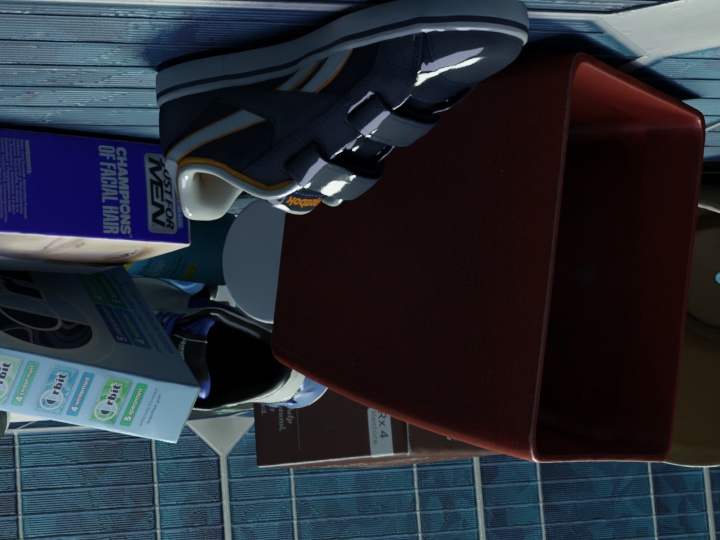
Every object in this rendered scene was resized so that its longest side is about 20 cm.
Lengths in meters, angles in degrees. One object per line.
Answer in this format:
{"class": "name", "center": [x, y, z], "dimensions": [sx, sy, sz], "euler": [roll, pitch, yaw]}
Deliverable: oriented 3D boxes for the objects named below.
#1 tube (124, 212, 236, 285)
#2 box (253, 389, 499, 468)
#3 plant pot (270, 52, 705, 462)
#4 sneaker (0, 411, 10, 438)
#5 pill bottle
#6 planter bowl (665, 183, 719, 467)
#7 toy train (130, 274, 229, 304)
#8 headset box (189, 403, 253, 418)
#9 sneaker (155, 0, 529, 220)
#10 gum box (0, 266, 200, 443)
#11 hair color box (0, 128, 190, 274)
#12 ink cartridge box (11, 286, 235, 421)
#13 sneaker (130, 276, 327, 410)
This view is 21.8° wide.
{"class": "tube", "center": [-0.178, -0.024, 1.240], "dimensions": [0.200, 0.050, 0.077], "euler": [6, 154, -27]}
{"class": "box", "center": [0.022, 0.095, 1.718], "dimensions": [0.164, 0.166, 0.200], "euler": [-9, 170, 33]}
{"class": "plant pot", "center": [0.064, -0.007, 1.019], "dimensions": [0.176, 0.200, 0.200], "euler": [6, 178, 29]}
{"class": "sneaker", "center": [-0.266, 0.030, 1.205], "dimensions": [0.115, 0.200, 0.076], "euler": [-14, 141, -53]}
{"class": "pill bottle", "center": [0.000, 0.000, 1.240], "dimensions": [0.111, 0.111, 0.200], "euler": [-10, 170, 32]}
{"class": "planter bowl", "center": [0.247, 0.022, 1.344], "dimensions": [0.200, 0.200, 0.135], "euler": [-9, -163, 29]}
{"class": "toy train", "center": [-0.191, 0.035, 1.370], "dimensions": [0.200, 0.114, 0.087], "euler": [2, 170, -35]}
{"class": "headset box", "center": [-0.177, 0.098, 1.892], "dimensions": [0.200, 0.093, 0.174], "euler": [-8, 171, 22]}
{"class": "sneaker", "center": [-0.007, -0.071, 0.868], "dimensions": [0.200, 0.079, 0.078], "euler": [-12, 168, 35]}
{"class": "gum box", "center": [-0.215, 0.026, 1.116], "dimensions": [0.200, 0.045, 0.170], "euler": [14, -160, -31]}
{"class": "hair color box", "center": [-0.206, -0.038, 1.043], "dimensions": [0.200, 0.065, 0.109], "euler": [1, 170, -42]}
{"class": "ink cartridge box", "center": [-0.197, 0.058, 1.519], "dimensions": [0.200, 0.117, 0.067], "euler": [-3, 169, -8]}
{"class": "sneaker", "center": [-0.123, 0.047, 1.239], "dimensions": [0.199, 0.081, 0.115], "euler": [8, 178, 11]}
